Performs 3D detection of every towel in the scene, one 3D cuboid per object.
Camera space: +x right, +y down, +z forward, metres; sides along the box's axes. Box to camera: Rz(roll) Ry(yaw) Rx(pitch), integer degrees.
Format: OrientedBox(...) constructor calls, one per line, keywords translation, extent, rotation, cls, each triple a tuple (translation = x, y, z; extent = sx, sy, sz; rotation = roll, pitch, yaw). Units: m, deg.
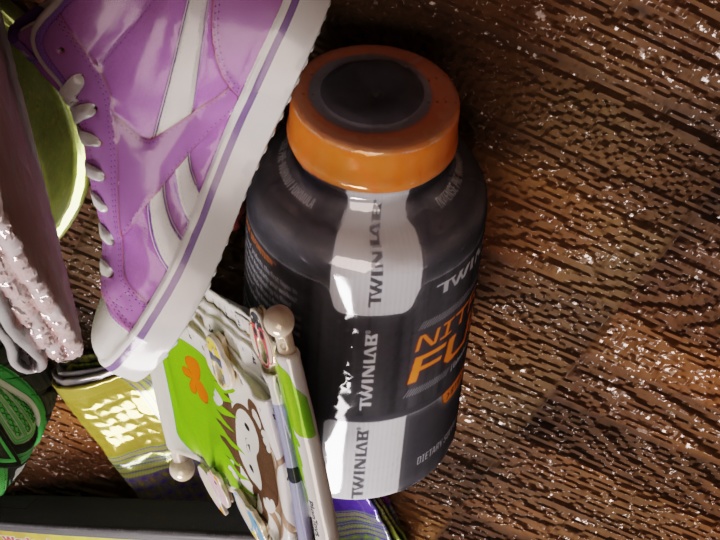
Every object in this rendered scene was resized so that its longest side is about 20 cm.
OrientedBox(translation=(-0.146, -0.072, 0.651), extent=(0.032, 0.193, 0.200), rotation=(-15, 165, -6), cls="towel")
OrientedBox(translation=(-0.066, 0.106, 0.968), extent=(0.142, 0.023, 0.201), rotation=(-11, 129, 20), cls="towel")

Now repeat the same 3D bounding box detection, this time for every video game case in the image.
OrientedBox(translation=(-0.096, 0.196, 1.029), extent=(0.198, 0.026, 0.182), rotation=(-2, 134, 31), cls="video game case")

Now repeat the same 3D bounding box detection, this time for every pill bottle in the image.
OrientedBox(translation=(0.000, 0.000, 0.796), extent=(0.105, 0.107, 0.201), rotation=(8, 134, 4), cls="pill bottle")

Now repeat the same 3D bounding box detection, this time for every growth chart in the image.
OrientedBox(translation=(-0.059, 0.066, 0.823), extent=(0.018, 0.200, 0.146), rotation=(-21, 108, -23), cls="growth chart")

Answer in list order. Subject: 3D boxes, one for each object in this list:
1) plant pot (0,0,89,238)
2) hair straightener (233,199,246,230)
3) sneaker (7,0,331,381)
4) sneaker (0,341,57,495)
OrientedBox(translation=(-0.233, -0.011, 0.779), extent=(0.198, 0.185, 0.202), rotation=(5, 133, 6), cls="plant pot")
OrientedBox(translation=(-0.101, -0.100, 0.767), extent=(0.076, 0.041, 0.201), rotation=(-1, 133, 11), cls="hair straightener")
OrientedBox(translation=(-0.098, -0.055, 0.739), extent=(0.113, 0.073, 0.202), rotation=(19, 112, -13), cls="sneaker")
OrientedBox(translation=(-0.256, 0.053, 0.913), extent=(0.198, 0.086, 0.078), rotation=(22, 133, -9), cls="sneaker")
